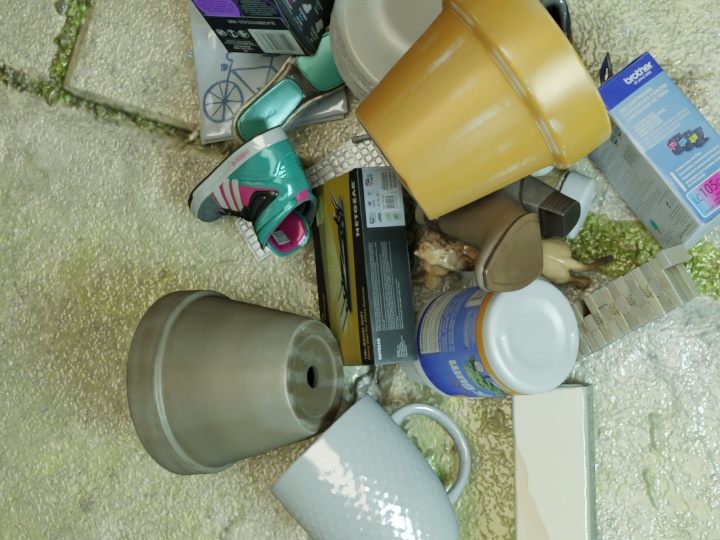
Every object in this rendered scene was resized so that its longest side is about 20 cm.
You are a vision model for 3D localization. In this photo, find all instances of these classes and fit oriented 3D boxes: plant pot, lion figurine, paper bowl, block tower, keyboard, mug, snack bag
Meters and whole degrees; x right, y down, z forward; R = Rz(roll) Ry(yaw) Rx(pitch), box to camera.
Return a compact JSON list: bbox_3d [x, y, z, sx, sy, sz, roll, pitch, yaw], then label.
[{"bbox_3d":[-0.118,0.116,1.221,0.172,0.199,0.203,-4,85,29],"label":"plant pot"},{"bbox_3d":[0.160,-0.017,1.206,0.197,0.122,0.073,-1,86,16],"label":"lion figurine"},{"bbox_3d":[0.069,-0.263,1.217,0.198,0.104,0.203,1,80,-6],"label":"paper bowl"},{"bbox_3d":[0.249,0.047,1.174,0.199,0.054,0.058,-37,77,35],"label":"block tower"},{"bbox_3d":[0.102,-0.151,1.079,0.182,0.200,0.201,-36,78,3],"label":"plant pot"},{"bbox_3d":[-0.053,-0.088,1.331,0.199,0.011,0.057,-34,78,12],"label":"keyboard"},{"bbox_3d":[0.032,0.229,1.229,0.200,0.148,0.175,-41,84,-21],"label":"mug"},{"bbox_3d":[-0.114,-0.261,1.355,0.186,0.021,0.203,-10,84,15],"label":"snack bag"}]

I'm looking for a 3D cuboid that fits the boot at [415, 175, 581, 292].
[{"bbox_3d":[0.116,-0.044,1.123,0.145,0.199,0.071,15,120,34],"label":"boot"}]

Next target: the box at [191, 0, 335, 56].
[{"bbox_3d":[-0.088,-0.349,1.268,0.121,0.106,0.202,9,68,28],"label":"box"}]

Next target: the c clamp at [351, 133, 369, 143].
[{"bbox_3d":[0.063,-0.253,1.296,0.169,0.027,0.203,-6,84,12],"label":"c clamp"}]

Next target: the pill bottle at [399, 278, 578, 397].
[{"bbox_3d":[0.119,0.073,1.173,0.111,0.199,0.114,4,80,-28],"label":"pill bottle"}]

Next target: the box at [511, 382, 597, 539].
[{"bbox_3d":[0.202,0.218,1.195,0.077,0.095,0.203,-2,84,16],"label":"box"}]

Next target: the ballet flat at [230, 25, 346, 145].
[{"bbox_3d":[-0.066,-0.214,1.295,0.199,0.062,0.068,-36,104,1],"label":"ballet flat"}]

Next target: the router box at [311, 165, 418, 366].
[{"bbox_3d":[0.000,0.000,1.232,0.052,0.157,0.203,-4,86,-21],"label":"router box"}]

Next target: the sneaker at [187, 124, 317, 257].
[{"bbox_3d":[-0.113,-0.066,1.284,0.122,0.083,0.200,59,144,2],"label":"sneaker"}]

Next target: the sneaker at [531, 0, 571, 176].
[{"bbox_3d":[0.182,-0.199,1.206,0.076,0.082,0.202,6,70,5],"label":"sneaker"}]

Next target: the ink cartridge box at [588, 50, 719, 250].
[{"bbox_3d":[0.292,-0.124,1.162,0.076,0.137,0.201,-37,78,-6],"label":"ink cartridge box"}]

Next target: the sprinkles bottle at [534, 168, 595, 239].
[{"bbox_3d":[0.149,-0.098,1.243,0.198,0.068,0.069,22,92,17],"label":"sprinkles bottle"}]
